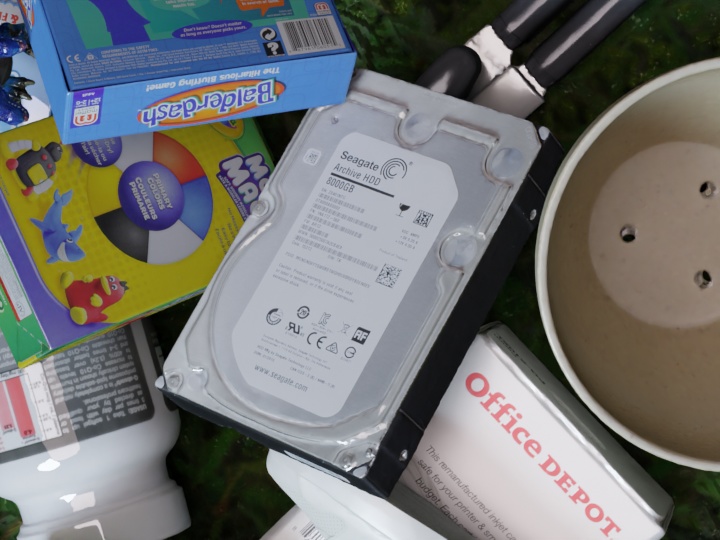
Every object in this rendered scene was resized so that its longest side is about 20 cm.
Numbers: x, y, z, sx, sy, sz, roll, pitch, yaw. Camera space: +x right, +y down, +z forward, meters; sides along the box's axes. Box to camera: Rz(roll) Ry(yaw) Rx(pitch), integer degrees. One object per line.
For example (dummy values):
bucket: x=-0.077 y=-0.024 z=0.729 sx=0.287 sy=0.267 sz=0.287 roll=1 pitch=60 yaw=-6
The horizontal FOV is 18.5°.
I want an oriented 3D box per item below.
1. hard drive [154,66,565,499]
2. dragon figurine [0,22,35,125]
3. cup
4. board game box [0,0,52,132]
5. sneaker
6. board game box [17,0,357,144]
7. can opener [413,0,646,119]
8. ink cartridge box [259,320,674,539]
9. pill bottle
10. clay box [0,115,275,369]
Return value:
hard drive: x=0.000 y=0.000 z=1.113 sx=0.140 sy=0.038 sz=0.200 roll=22 pitch=75 yaw=33
dragon figurine: x=-0.237 y=-0.125 z=1.181 sx=0.200 sy=0.099 sz=0.059 roll=23 pitch=98 yaw=27
cup: x=0.176 y=-0.010 z=1.115 sx=0.200 sy=0.143 sz=0.200 roll=-1 pitch=97 yaw=-6
board game box: x=-0.230 y=-0.156 z=1.263 sx=0.151 sy=0.037 sz=0.200 roll=13 pitch=97 yaw=11
sneaker: x=0.011 y=0.175 z=1.123 sx=0.200 sy=0.074 sz=0.116 roll=37 pitch=98 yaw=8
board game box: x=-0.105 y=-0.164 z=1.150 sx=0.152 sy=0.045 sz=0.200 roll=-9 pitch=57 yaw=-18
can opener: x=0.093 y=-0.123 z=1.177 sx=0.200 sy=0.067 sz=0.053 roll=-42 pitch=85 yaw=18
ink cartridge box: x=0.050 y=0.146 z=1.194 sx=0.200 sy=0.084 sz=0.145 roll=-45 pitch=84 yaw=12
pill bottle: x=-0.166 y=0.059 z=1.220 sx=0.116 sy=0.116 sz=0.200 roll=-16 pitch=89 yaw=13
clay box: x=-0.114 y=-0.037 z=1.174 sx=0.048 sy=0.200 sz=0.115 roll=-27 pitch=87 yaw=55
